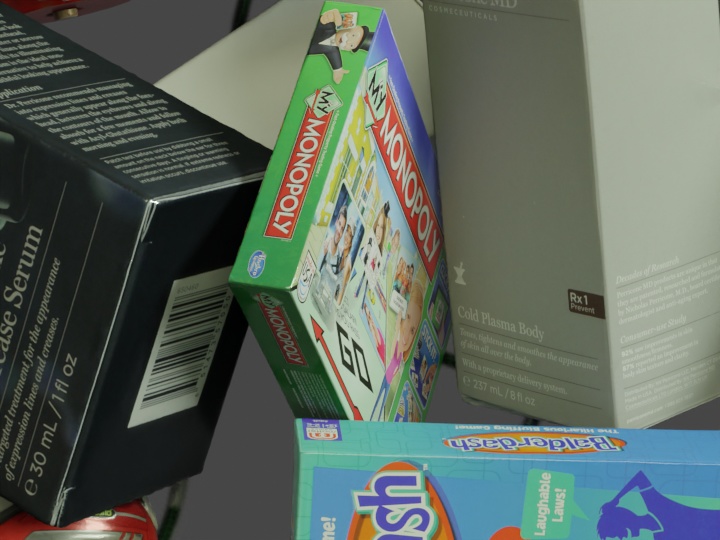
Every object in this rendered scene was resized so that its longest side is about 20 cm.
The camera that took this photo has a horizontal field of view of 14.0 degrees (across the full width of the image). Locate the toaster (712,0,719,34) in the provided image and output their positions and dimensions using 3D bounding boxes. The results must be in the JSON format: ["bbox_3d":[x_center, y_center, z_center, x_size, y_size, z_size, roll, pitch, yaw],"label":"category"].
[{"bbox_3d":[0.206,-0.123,1.304,0.181,0.200,0.119,-12,29,-19],"label":"toaster"}]

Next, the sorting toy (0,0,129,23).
[{"bbox_3d":[-0.087,-0.161,1.314,0.200,0.199,0.070,-13,90,-9],"label":"sorting toy"}]

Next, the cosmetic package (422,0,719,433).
[{"bbox_3d":[0.094,-0.041,1.245,0.090,0.107,0.200,-21,110,-35],"label":"cosmetic package"}]

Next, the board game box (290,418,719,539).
[{"bbox_3d":[0.069,0.140,1.203,0.200,0.045,0.152,1,106,-4],"label":"board game box"}]

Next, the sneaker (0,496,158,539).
[{"bbox_3d":[-0.171,0.144,1.213,0.200,0.077,0.085,-29,76,-17],"label":"sneaker"}]

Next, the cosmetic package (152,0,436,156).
[{"bbox_3d":[-0.046,-0.047,1.319,0.200,0.074,0.102,-34,71,-22],"label":"cosmetic package"}]

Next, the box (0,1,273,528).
[{"bbox_3d":[-0.149,-0.013,1.210,0.200,0.149,0.107,29,24,26],"label":"box"}]

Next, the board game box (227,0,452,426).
[{"bbox_3d":[0.000,0.000,1.228,0.029,0.200,0.135,9,62,19],"label":"board game box"}]
